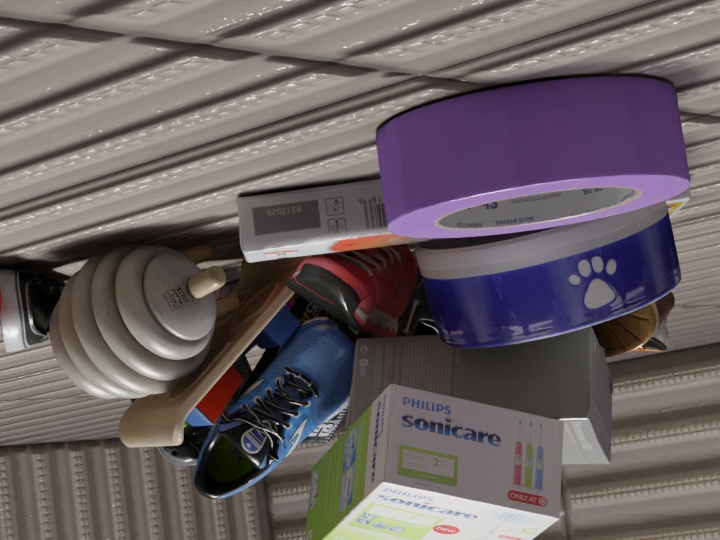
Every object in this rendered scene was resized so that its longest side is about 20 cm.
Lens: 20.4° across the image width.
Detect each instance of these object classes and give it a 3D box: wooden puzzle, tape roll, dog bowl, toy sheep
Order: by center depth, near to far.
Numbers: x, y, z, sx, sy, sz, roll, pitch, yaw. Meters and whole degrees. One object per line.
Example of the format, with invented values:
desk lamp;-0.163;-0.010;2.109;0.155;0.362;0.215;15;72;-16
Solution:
tape roll;0.112;-0.071;1.309;0.199;0.066;0.200;-8;173;-1
dog bowl;0.146;-0.007;1.565;0.199;0.079;0.200;-15;-171;2
toy sheep;-0.176;0.037;1.626;0.138;0.138;0.200;0;153;-47
wooden puzzle;-0.116;0.072;1.704;0.046;0.200;0.185;40;162;-13

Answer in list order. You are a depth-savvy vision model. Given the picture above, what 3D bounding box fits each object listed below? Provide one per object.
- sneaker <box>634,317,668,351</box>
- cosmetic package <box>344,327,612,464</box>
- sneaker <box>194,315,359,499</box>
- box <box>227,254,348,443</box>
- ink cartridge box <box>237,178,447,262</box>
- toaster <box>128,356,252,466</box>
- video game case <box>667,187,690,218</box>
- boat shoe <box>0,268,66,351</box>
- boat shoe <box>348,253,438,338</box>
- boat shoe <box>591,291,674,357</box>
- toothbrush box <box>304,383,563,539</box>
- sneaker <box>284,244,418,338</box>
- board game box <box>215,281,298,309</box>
sneaker;0.206;-0.002;1.777;0.075;0.092;0.200;-6;152;42
cosmetic package;0.100;0.105;1.620;0.199;0.091;0.107;-2;154;19
sneaker;-0.068;0.122;1.663;0.200;0.078;0.089;-50;-178;23
box;-0.026;0.066;1.816;0.047;0.194;0.200;31;-176;17
ink cartridge box;-0.010;-0.029;1.568;0.161;0.050;0.200;-7;170;0
toaster;-0.155;0.106;1.889;0.113;0.201;0.129;-28;172;0
video game case;0.185;-0.044;1.768;0.181;0.023;0.200;-7;172;-2
boat shoe;-0.272;0.030;1.706;0.056;0.069;0.200;-9;180;-2
boat shoe;0.045;0.043;1.785;0.067;0.072;0.200;26;-136;14
boat shoe;0.172;0.042;1.683;0.199;0.072;0.072;-14;-170;39
toothbrush box;0.054;0.175;1.580;0.145;0.086;0.200;14;150;-15
sneaker;0.000;0.000;1.631;0.074;0.087;0.200;31;180;15
board game box;-0.045;0.032;2.013;0.199;0.047;0.151;0;170;-45
